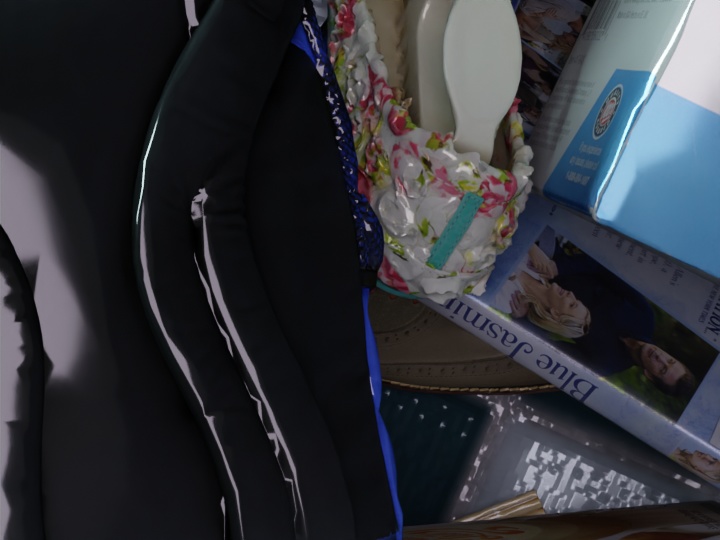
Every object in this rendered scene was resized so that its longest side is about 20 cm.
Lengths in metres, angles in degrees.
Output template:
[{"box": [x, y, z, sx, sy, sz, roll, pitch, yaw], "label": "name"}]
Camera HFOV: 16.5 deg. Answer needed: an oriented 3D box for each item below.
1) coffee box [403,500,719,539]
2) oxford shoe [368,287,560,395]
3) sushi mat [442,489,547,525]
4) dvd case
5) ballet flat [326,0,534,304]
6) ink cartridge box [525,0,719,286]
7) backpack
[{"box": [0.025, 0.121, 0.754, 0.199, 0.114, 0.080, -5, 90, -4], "label": "coffee box"}, {"box": [0.000, 0.000, 0.788, 0.199, 0.075, 0.071, 10, 88, -3], "label": "oxford shoe"}, {"box": [-0.015, 0.150, 0.815, 0.200, 0.012, 0.096, -20, 88, -4], "label": "sushi mat"}, {"box": [0.073, -0.025, 0.782, 0.200, 0.018, 0.143, 32, 49, -2], "label": "dvd case"}, {"box": [0.024, -0.082, 0.745, 0.075, 0.064, 0.200, 12, 52, -26], "label": "ballet flat"}, {"box": [0.148, -0.084, 0.700, 0.125, 0.129, 0.200, 26, 93, -8], "label": "ink cartridge box"}, {"box": [-0.075, 0.028, 0.644, 0.162, 0.168, 0.200, -13, 86, -14], "label": "backpack"}]
